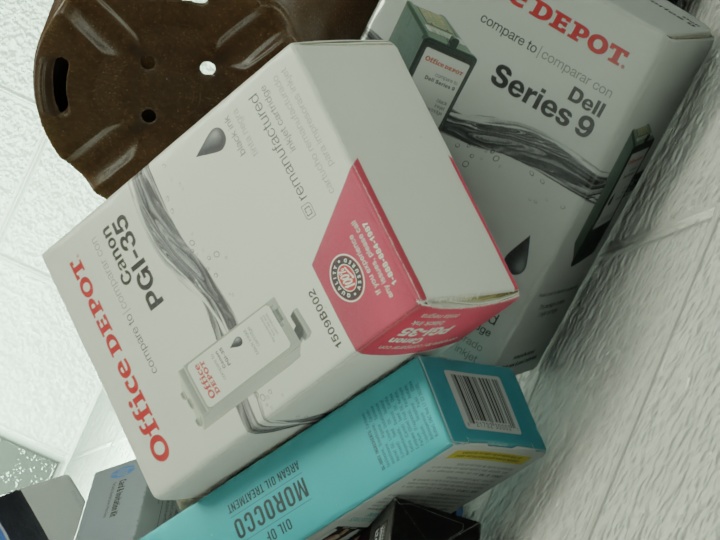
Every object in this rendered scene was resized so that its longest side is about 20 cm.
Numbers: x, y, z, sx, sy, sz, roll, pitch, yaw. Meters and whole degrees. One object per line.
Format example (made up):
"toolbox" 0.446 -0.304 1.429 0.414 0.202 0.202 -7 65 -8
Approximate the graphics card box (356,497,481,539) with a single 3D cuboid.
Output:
"graphics card box" -0.006 0.209 1.348 0.200 0.051 0.125 129 155 -53

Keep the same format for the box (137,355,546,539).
"box" -0.013 0.112 1.356 0.200 0.082 0.049 -34 65 29

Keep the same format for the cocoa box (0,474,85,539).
"cocoa box" -0.208 0.250 1.661 0.133 0.131 0.200 53 150 44

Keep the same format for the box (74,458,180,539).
"box" -0.095 0.216 1.467 0.041 0.200 0.156 -19 16 8

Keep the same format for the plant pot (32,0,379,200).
"plant pot" -0.080 -0.136 1.482 0.200 0.200 0.198 -59 8 33

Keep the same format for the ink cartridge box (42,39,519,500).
"ink cartridge box" -0.042 0.003 1.337 0.200 0.147 0.083 -37 -19 34

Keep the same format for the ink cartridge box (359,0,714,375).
"ink cartridge box" 0.062 -0.067 1.387 0.200 0.146 0.084 -63 -18 16

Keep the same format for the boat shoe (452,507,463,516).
"boat shoe" 0.001 0.126 1.477 0.084 0.069 0.200 -53 12 0

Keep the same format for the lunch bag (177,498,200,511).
"lunch bag" -0.088 0.182 1.728 0.200 0.118 0.164 119 166 -63

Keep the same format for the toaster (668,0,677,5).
"toaster" 0.108 -0.164 1.522 0.200 0.119 0.181 -64 8 8
